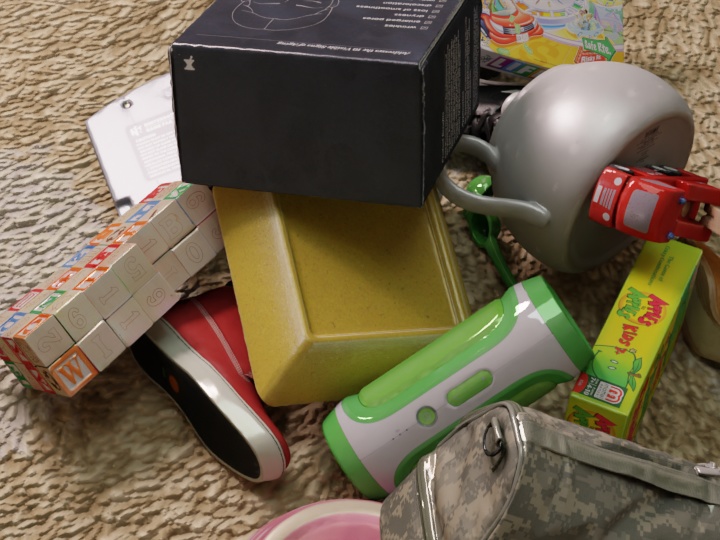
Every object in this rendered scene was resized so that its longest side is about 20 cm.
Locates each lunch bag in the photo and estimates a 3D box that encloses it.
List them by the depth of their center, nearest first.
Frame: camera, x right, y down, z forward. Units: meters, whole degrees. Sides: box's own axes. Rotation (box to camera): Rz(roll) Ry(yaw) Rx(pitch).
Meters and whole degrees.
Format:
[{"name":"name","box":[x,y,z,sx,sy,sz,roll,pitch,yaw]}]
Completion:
[{"name":"lunch bag","box":[0.135,0.176,1.103,0.200,0.168,0.140,20,41,-23]}]

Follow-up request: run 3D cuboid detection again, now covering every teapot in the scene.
[{"name":"teapot","box":[0.175,-0.103,1.403,0.146,0.200,0.198,40,92,26]}]

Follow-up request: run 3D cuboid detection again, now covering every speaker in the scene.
[{"name":"speaker","box":[0.072,0.089,1.231,0.200,0.088,0.089,-34,48,7]}]

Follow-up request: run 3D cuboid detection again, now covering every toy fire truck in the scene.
[{"name":"toy fire truck","box":[0.288,-0.041,1.330,0.141,0.049,0.200,25,16,32]}]

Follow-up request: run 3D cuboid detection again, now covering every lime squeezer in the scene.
[{"name":"lime squeezer","box":[0.124,-0.044,1.475,0.071,0.038,0.200,31,40,-17]}]

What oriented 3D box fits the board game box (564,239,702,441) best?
[{"name":"board game box","box":[0.212,0.073,1.302,0.048,0.102,0.200,20,46,15]}]

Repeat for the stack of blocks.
[{"name":"stack of blocks","box":[-0.192,0.010,1.301,0.200,0.059,0.115,-43,19,-23]}]

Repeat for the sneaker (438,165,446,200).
[{"name":"sneaker","box":[-0.006,-0.038,1.428,0.129,0.080,0.200,0,58,19]}]

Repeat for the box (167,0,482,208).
[{"name":"box","box":[-0.021,-0.153,1.302,0.200,0.124,0.197,7,29,15]}]

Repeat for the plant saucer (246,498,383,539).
[{"name":"plant saucer","box":[-0.005,0.236,1.157,0.200,0.051,0.201,2,45,-2]}]

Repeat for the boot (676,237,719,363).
[{"name":"boot","box":[0.354,0.047,1.373,0.144,0.071,0.201,-5,47,-17]}]

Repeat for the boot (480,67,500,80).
[{"name":"boot","box":[0.069,-0.229,1.585,0.200,0.131,0.068,-29,52,-29]}]

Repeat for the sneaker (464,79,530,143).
[{"name":"sneaker","box":[0.103,-0.137,1.511,0.199,0.073,0.112,-2,23,-8]}]

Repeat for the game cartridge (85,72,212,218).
[{"name":"game cartridge","box":[-0.132,-0.122,1.437,0.200,0.040,0.134,-21,62,-6]}]

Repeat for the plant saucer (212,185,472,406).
[{"name":"plant saucer","box":[0.000,0.000,1.297,0.200,0.048,0.200,-3,64,-25]}]

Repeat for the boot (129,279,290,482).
[{"name":"boot","box":[-0.078,0.075,1.307,0.144,0.073,0.200,-22,46,-26]}]

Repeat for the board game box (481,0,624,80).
[{"name":"board game box","box":[0.159,-0.248,1.546,0.200,0.034,0.135,11,70,-29]}]
